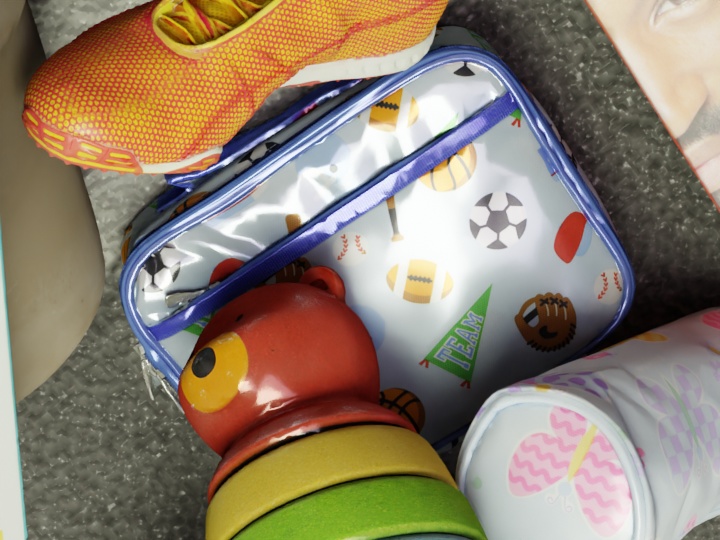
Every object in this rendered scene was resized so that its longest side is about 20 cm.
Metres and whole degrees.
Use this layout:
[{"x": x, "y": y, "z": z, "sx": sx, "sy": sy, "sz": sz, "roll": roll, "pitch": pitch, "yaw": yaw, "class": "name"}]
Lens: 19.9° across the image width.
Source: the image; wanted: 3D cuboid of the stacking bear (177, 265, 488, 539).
[{"x": -0.013, "y": 0.095, "z": 0.754, "sx": 0.113, "sy": 0.201, "sz": 0.121, "roll": 13, "pitch": 138, "yaw": -44, "class": "stacking bear"}]

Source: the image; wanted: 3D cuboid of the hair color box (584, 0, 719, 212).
[{"x": 0.180, "y": -0.070, "z": 0.817, "sx": 0.111, "sy": 0.064, "sz": 0.200, "roll": -32, "pitch": 106, "yaw": 14, "class": "hair color box"}]

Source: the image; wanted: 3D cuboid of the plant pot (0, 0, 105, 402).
[{"x": -0.184, "y": -0.036, "z": 0.769, "sx": 0.199, "sy": 0.200, "sz": 0.174, "roll": -28, "pitch": 128, "yaw": 4, "class": "plant pot"}]

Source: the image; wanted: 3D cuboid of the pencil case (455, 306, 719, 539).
[{"x": 0.118, "y": 0.072, "z": 0.831, "sx": 0.083, "sy": 0.200, "sz": 0.091, "roll": -22, "pitch": 85, "yaw": 34, "class": "pencil case"}]

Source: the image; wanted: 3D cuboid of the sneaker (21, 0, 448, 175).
[{"x": -0.042, "y": -0.095, "z": 0.740, "sx": 0.073, "sy": 0.200, "sz": 0.077, "roll": 38, "pitch": 137, "yaw": 23, "class": "sneaker"}]

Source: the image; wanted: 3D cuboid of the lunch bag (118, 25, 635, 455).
[{"x": 0.000, "y": 0.000, "z": 0.854, "sx": 0.199, "sy": 0.076, "sz": 0.161, "roll": -33, "pitch": 109, "yaw": 5, "class": "lunch bag"}]

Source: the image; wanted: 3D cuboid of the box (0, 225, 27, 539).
[{"x": -0.159, "y": 0.028, "z": 0.684, "sx": 0.082, "sy": 0.049, "sz": 0.201, "roll": -11, "pitch": 144, "yaw": -14, "class": "box"}]
